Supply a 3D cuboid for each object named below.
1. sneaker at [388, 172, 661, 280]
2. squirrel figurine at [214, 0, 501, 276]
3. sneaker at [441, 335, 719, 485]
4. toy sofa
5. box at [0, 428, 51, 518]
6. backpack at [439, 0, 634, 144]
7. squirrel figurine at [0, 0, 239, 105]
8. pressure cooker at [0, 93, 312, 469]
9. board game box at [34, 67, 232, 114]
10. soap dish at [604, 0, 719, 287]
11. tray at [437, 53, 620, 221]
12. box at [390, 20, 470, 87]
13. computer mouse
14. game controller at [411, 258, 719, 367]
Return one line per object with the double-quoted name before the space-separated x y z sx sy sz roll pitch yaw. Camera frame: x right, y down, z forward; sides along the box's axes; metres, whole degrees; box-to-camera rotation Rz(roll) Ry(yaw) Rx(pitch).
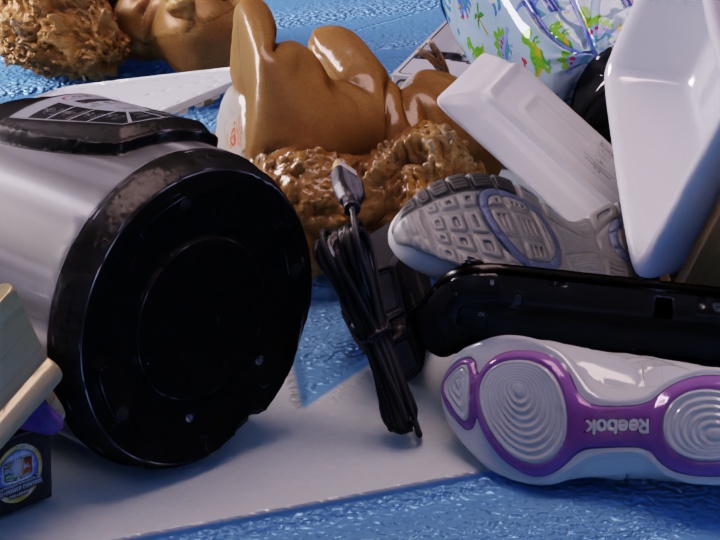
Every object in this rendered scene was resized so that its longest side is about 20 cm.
"sneaker" 0.092 0.003 1.580 0.200 0.087 0.075 12 51 -37
"squirrel figurine" 0.013 -0.066 1.752 0.186 0.142 0.200 4 33 -22
"sneaker" 0.137 0.081 1.463 0.200 0.075 0.100 9 -2 29
"toy sofa" -0.247 0.047 1.396 0.200 0.098 0.083 16 50 34
"box" -0.280 0.090 1.433 0.200 0.044 0.160 20 29 41
"backpack" 0.136 -0.156 1.828 0.153 0.163 0.200 -7 58 -4
"squirrel figurine" -0.170 -0.185 2.079 0.200 0.142 0.187 -25 40 -21
"pressure cooker" -0.149 0.000 1.494 0.200 0.176 0.179 20 61 43
"board game box" -0.186 -0.095 1.881 0.200 0.026 0.200 -4 15 36
"soap dish" 0.203 -0.095 1.575 0.081 0.158 0.200 11 42 -14
"tray" 0.139 -0.056 1.694 0.200 0.022 0.107 42 26 0
"box" 0.102 -0.134 2.004 0.116 0.060 0.200 7 22 16
"computer mouse" 0.000 0.000 1.559 0.046 0.141 0.200 -15 20 10
"game controller" 0.130 0.028 1.525 0.199 0.042 0.104 7 -13 -14
